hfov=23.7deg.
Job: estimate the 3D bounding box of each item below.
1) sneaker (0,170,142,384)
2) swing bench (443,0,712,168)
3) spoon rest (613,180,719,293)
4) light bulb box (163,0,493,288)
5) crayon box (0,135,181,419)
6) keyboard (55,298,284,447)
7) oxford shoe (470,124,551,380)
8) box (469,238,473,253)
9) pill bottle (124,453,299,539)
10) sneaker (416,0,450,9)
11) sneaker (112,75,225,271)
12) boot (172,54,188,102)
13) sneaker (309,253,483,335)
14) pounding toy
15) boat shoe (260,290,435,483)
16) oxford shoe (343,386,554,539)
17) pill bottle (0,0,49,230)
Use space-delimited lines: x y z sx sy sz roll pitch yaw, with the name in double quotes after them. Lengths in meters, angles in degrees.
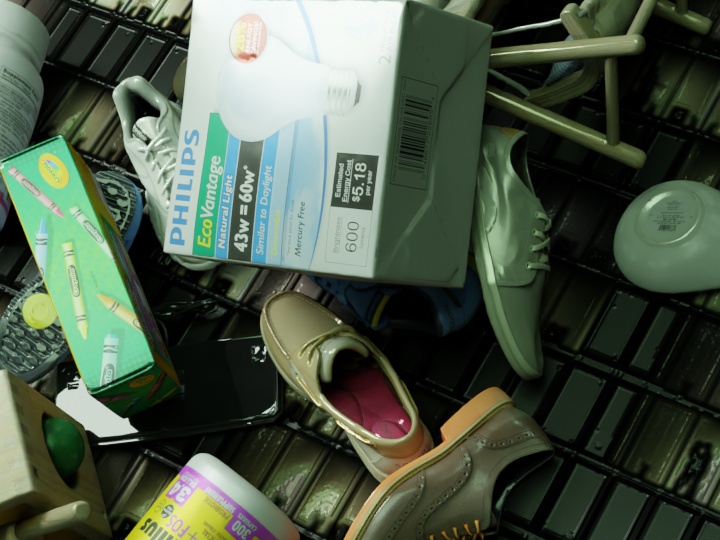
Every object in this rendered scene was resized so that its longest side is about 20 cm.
-0.242 0.012 1.451 0.066 0.078 0.201 27 78 4 "sneaker"
0.157 -0.202 1.356 0.199 0.130 0.199 12 47 22 "swing bench"
0.284 -0.022 1.299 0.199 0.061 0.100 5 61 36 "spoon rest"
-0.025 -0.095 1.264 0.199 0.124 0.200 6 89 36 "light bulb box"
-0.210 0.007 1.349 0.058 0.119 0.201 -23 76 -2 "crayon box"
-0.157 0.078 1.406 0.198 0.021 0.128 -8 65 13 "keyboard"
0.118 -0.018 1.300 0.057 0.075 0.202 -11 84 15 "oxford shoe"
0.015 -0.083 1.410 0.199 0.068 0.082 23 70 28 "box"
-0.142 0.240 1.257 0.104 0.104 0.200 31 75 30 "pill bottle"
0.039 -0.246 1.445 0.088 0.076 0.200 9 24 8 "sneaker"
-0.163 -0.084 1.465 0.075 0.081 0.201 -30 58 -2 "sneaker"
-0.111 -0.174 1.453 0.199 0.075 0.097 -19 11 41 "boot"
0.000 0.000 1.351 0.199 0.066 0.078 20 41 26 "sneaker"
-0.275 0.174 1.288 0.199 0.184 0.143 -22 65 6 "pounding toy"
-0.011 0.076 1.320 0.074 0.069 0.200 -35 59 -16 "boat shoe"
0.058 0.176 1.248 0.073 0.071 0.200 39 78 27 "oxford shoe"
-0.350 -0.138 1.538 0.113 0.114 0.201 1 61 19 "pill bottle"
